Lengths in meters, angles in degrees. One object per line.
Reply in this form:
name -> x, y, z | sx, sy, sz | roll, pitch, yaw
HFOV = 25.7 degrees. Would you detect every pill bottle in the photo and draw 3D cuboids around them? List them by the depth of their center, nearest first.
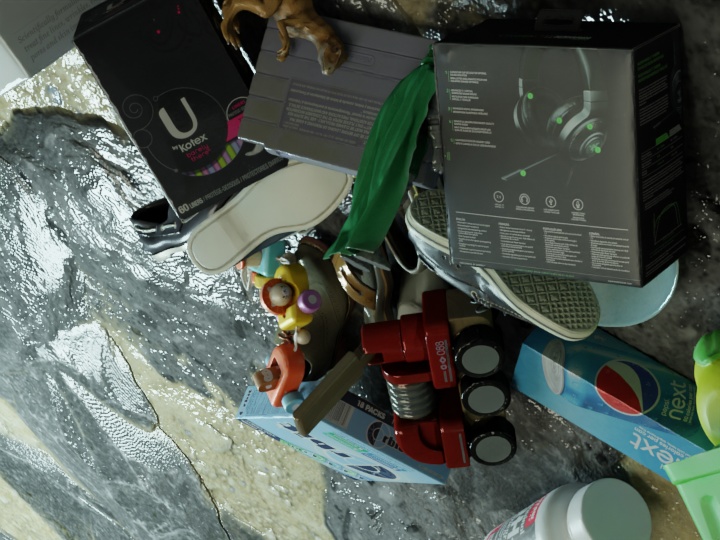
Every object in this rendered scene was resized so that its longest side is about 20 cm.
pill bottle -> 0.209, 0.281, 1.607 | 0.111, 0.111, 0.200 | 43, 144, 0

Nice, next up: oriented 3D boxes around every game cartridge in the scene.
game cartridge -> -0.008, -0.150, 1.381 | 0.200, 0.038, 0.130 | 17, 97, 30

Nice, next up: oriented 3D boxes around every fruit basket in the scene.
fruit basket -> 0.349, 0.133, 1.294 | 0.216, 0.216, 0.155 | 50, 144, -9

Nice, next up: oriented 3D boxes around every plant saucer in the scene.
plant saucer -> 0.190, -0.042, 1.363 | 0.201, 0.039, 0.201 | 26, 141, 23

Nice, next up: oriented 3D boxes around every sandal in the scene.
sandal -> 0.000, 0.000, 1.550 | 0.054, 0.082, 0.200 | -10, 141, -5

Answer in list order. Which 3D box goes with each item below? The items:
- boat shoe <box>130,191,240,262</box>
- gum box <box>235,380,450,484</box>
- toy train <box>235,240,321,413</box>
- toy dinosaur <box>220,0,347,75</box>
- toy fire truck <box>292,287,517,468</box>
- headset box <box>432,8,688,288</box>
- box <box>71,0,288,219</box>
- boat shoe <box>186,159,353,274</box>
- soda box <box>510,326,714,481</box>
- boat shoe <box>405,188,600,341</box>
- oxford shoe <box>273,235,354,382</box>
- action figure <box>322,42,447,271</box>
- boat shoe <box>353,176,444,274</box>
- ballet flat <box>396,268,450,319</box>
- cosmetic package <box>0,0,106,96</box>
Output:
boat shoe -> -0.190, -0.062, 1.681 | 0.063, 0.073, 0.200 | 48, 149, -11
gum box -> -0.019, 0.175, 1.693 | 0.170, 0.045, 0.200 | 30, 162, -23
toy train -> -0.100, 0.040, 1.616 | 0.150, 0.055, 0.200 | -64, 38, 42
toy dinosaur -> -0.080, -0.251, 1.385 | 0.106, 0.060, 0.200 | -32, 89, 15
toy fire truck -> 0.042, 0.118, 1.506 | 0.199, 0.129, 0.176 | -7, 127, 5
headset box -> 0.157, -0.102, 1.237 | 0.174, 0.093, 0.201 | 6, 113, 34
box -> -0.165, -0.170, 1.477 | 0.122, 0.106, 0.200 | -28, 111, 6
boat shoe -> -0.082, -0.060, 1.541 | 0.200, 0.062, 0.075 | -36, 93, 28
soda box -> 0.241, 0.117, 1.451 | 0.200, 0.064, 0.068 | 30, 142, 17
boat shoe -> 0.123, 0.001, 1.379 | 0.200, 0.075, 0.062 | 33, 148, 22
oxford shoe -> -0.054, 0.052, 1.660 | 0.070, 0.075, 0.200 | 25, 140, 25
action figure -> 0.036, -0.098, 1.290 | 0.055, 0.201, 0.118 | 26, 170, -22
boat shoe -> 0.029, -0.090, 1.450 | 0.072, 0.060, 0.202 | 0, 126, 44
ballet flat -> 0.068, 0.082, 1.583 | 0.067, 0.064, 0.200 | 16, 136, 34
cosmetic package -> -0.363, -0.270, 1.560 | 0.200, 0.165, 0.165 | -16, 115, 51
